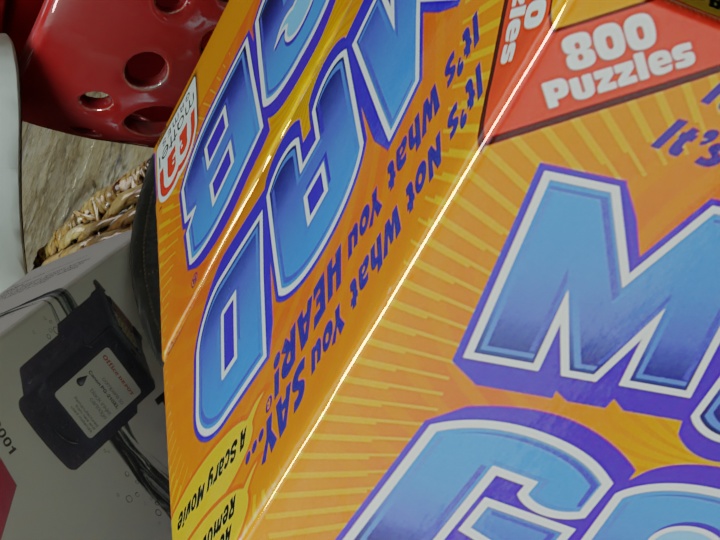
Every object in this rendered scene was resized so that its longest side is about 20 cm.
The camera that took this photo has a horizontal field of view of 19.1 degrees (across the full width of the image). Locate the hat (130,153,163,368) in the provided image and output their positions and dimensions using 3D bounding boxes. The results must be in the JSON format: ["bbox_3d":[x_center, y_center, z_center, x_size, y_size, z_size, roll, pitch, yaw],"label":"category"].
[{"bbox_3d":[0.000,0.000,0.881,0.081,0.200,0.201,71,-162,-52],"label":"hat"}]

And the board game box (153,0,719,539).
[{"bbox_3d":[0.076,-0.019,0.558,0.200,0.199,0.200,-59,24,32],"label":"board game box"}]

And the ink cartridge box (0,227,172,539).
[{"bbox_3d":[-0.124,0.089,0.859,0.084,0.145,0.200,-21,13,35],"label":"ink cartridge box"}]

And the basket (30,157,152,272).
[{"bbox_3d":[-0.084,-0.008,1.043,0.200,0.142,0.150,-40,38,55],"label":"basket"}]

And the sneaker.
[{"bbox_3d":[-0.203,-0.011,1.014,0.073,0.084,0.201,174,93,-69],"label":"sneaker"}]

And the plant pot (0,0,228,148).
[{"bbox_3d":[-0.086,-0.153,1.110,0.201,0.182,0.201,-51,29,43],"label":"plant pot"}]
